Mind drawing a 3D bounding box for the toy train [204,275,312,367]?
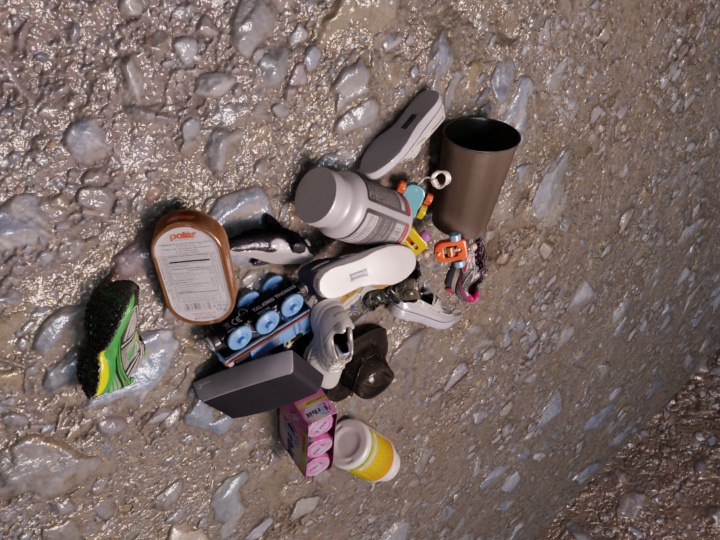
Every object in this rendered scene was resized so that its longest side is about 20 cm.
[{"bbox_3d":[-0.172,0.094,1.205,0.199,0.087,0.115,-32,142,-24],"label":"toy train"}]

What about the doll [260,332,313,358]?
[{"bbox_3d":[-0.110,0.161,1.308,0.199,0.048,0.137,-6,106,-34],"label":"doll"}]

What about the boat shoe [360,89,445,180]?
[{"bbox_3d":[0.081,-0.226,1.237,0.200,0.071,0.070,-52,139,-13],"label":"boat shoe"}]

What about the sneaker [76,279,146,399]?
[{"bbox_3d":[-0.359,0.096,1.037,0.085,0.078,0.201,-11,134,-48],"label":"sneaker"}]

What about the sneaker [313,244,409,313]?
[{"bbox_3d":[0.000,0.000,1.297,0.199,0.088,0.075,-33,139,-13],"label":"sneaker"}]

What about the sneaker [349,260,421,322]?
[{"bbox_3d":[0.042,0.044,1.357,0.199,0.114,0.076,-42,138,-11],"label":"sneaker"}]

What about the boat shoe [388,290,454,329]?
[{"bbox_3d":[0.148,0.079,1.516,0.199,0.074,0.067,10,113,-47],"label":"boat shoe"}]

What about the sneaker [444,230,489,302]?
[{"bbox_3d":[0.252,-0.025,1.545,0.080,0.075,0.201,-16,127,-37],"label":"sneaker"}]

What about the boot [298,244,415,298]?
[{"bbox_3d":[-0.007,-0.008,1.214,0.199,0.090,0.073,-13,109,-29],"label":"boot"}]

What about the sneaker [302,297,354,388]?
[{"bbox_3d":[-0.053,0.144,1.242,0.074,0.087,0.201,-18,133,-25],"label":"sneaker"}]

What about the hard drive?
[{"bbox_3d":[-0.177,0.205,1.228,0.199,0.043,0.135,-20,144,16],"label":"hard drive"}]

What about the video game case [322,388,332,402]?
[{"bbox_3d":[-0.095,0.200,1.408,0.199,0.017,0.144,18,104,-49],"label":"video game case"}]

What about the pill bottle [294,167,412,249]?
[{"bbox_3d":[-0.010,-0.104,1.194,0.199,0.116,0.116,16,106,-49],"label":"pill bottle"}]

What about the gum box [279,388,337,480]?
[{"bbox_3d":[-0.106,0.312,1.381,0.066,0.114,0.201,-20,139,-26],"label":"gum box"}]

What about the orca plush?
[{"bbox_3d":[-0.161,-0.054,1.146,0.199,0.072,0.105,-1,164,-33],"label":"orca plush"}]

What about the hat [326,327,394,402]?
[{"bbox_3d":[0.021,0.213,1.459,0.200,0.081,0.201,-40,148,-31],"label":"hat"}]

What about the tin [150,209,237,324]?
[{"bbox_3d":[-0.248,0.001,1.051,0.111,0.042,0.201,-8,128,-3],"label":"tin"}]

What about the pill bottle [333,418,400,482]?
[{"bbox_3d":[0.014,0.421,1.603,0.111,0.111,0.200,-50,141,-4],"label":"pill bottle"}]

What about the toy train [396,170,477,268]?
[{"bbox_3d":[0.133,-0.095,1.333,0.149,0.056,0.201,-14,114,7],"label":"toy train"}]

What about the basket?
[{"bbox_3d":[0.214,-0.175,1.357,0.180,0.136,0.201,-31,142,-43],"label":"basket"}]
